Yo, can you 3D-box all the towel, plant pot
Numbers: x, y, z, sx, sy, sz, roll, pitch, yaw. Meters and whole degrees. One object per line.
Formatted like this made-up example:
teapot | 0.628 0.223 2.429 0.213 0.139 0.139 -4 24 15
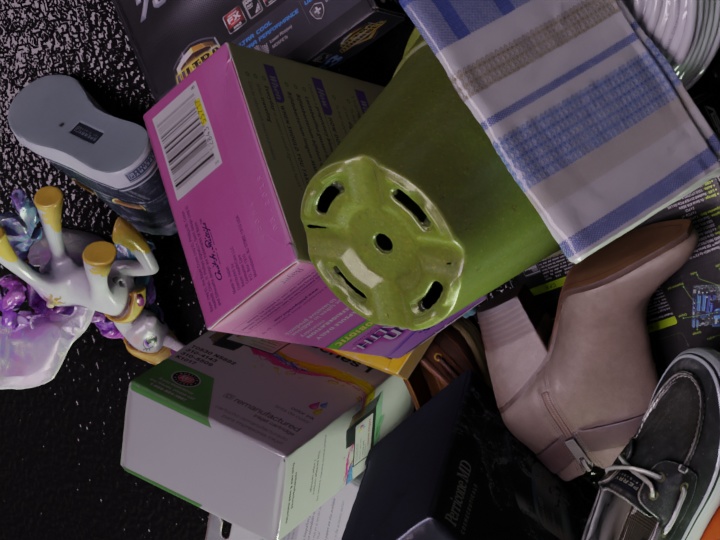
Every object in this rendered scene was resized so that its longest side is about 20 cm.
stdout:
towel | 0.130 -0.115 1.299 0.200 0.147 0.024 56 151 4
plant pot | 0.060 -0.059 1.351 0.199 0.190 0.201 21 130 28

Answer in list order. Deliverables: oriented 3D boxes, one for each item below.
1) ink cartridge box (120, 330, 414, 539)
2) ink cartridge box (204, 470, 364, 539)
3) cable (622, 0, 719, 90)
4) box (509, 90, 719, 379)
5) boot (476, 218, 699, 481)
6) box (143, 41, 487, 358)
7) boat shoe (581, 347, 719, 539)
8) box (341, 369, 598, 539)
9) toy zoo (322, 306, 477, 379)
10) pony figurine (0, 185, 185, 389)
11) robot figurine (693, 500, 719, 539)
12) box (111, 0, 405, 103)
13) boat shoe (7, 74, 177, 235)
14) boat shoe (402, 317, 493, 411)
ink cartridge box | -0.065 0.105 1.582 0.144 0.200 0.084 23 122 24
ink cartridge box | -0.033 0.218 1.687 0.175 0.084 0.201 28 123 25
cable | 0.153 -0.195 1.381 0.200 0.069 0.201 32 125 23
box | 0.198 -0.001 1.446 0.200 0.047 0.194 -23 97 40
boot | 0.177 0.061 1.423 0.200 0.070 0.147 -23 103 37
box | -0.031 -0.045 1.458 0.097 0.200 0.177 -37 60 33
boat shoe | 0.194 0.147 1.368 0.072 0.071 0.201 26 106 44
box | 0.093 0.212 1.458 0.200 0.197 0.117 43 118 -12
toy zoo | 0.000 0.000 1.565 0.199 0.020 0.132 20 83 30
pony figurine | -0.241 0.014 1.707 0.192 0.167 0.200 9 150 19
robot figurine | 0.275 0.182 1.419 0.200 0.116 0.144 -30 67 41
box | -0.089 -0.218 1.516 0.200 0.050 0.199 -32 74 27
boat shoe | -0.216 -0.091 1.708 0.200 0.071 0.091 32 162 46
boat shoe | 0.084 0.132 1.573 0.072 0.067 0.201 -25 93 41
